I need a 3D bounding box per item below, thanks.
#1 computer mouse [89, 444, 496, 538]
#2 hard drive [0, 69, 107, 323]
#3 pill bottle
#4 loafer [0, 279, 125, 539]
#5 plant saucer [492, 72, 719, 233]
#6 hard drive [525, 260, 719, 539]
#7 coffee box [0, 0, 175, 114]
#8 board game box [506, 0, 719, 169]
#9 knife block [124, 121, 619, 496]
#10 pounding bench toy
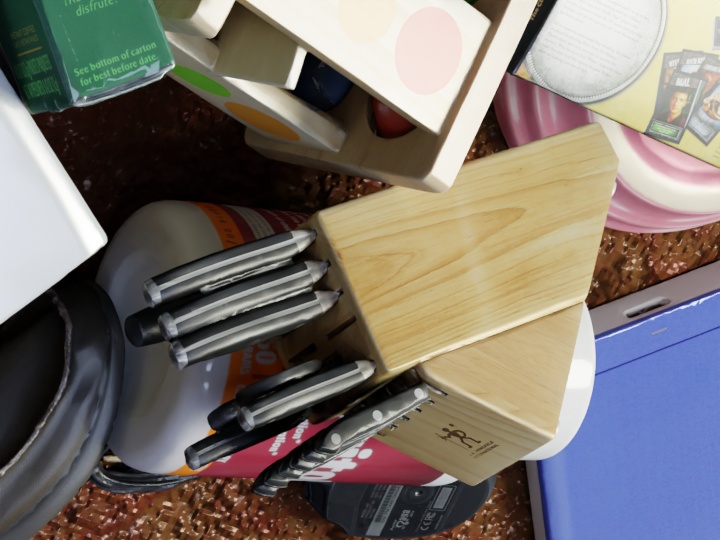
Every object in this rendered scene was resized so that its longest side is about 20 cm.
[{"bbox_3d":[-0.030,0.084,1.340,0.199,0.034,0.059,9,128,-26],"label":"computer mouse"},{"bbox_3d":[-0.190,-0.052,1.023,0.132,0.027,0.200,-37,116,-13],"label":"hard drive"},{"bbox_3d":[-0.005,0.033,1.270,0.199,0.113,0.113,4,113,-30],"label":"pill bottle"},{"bbox_3d":[-0.170,0.085,1.233,0.071,0.073,0.200,29,100,-38],"label":"loafer"},{"bbox_3d":[0.155,-0.104,1.323,0.200,0.051,0.201,-13,120,-23],"label":"plant saucer"},{"bbox_3d":[0.144,0.101,1.440,0.132,0.025,0.201,-20,123,-18],"label":"hard drive"},{"bbox_3d":[-0.132,-0.153,1.053,0.044,0.123,0.201,-22,98,-19],"label":"coffee box"},{"bbox_3d":[0.163,-0.113,1.269,0.200,0.035,0.136,22,104,-35],"label":"board game box"},{"bbox_3d":[0.000,0.000,1.177,0.175,0.064,0.200,29,57,-19],"label":"knife block"},{"bbox_3d":[-0.002,-0.152,1.163,0.156,0.124,0.200,32,79,-37],"label":"pounding bench toy"}]
